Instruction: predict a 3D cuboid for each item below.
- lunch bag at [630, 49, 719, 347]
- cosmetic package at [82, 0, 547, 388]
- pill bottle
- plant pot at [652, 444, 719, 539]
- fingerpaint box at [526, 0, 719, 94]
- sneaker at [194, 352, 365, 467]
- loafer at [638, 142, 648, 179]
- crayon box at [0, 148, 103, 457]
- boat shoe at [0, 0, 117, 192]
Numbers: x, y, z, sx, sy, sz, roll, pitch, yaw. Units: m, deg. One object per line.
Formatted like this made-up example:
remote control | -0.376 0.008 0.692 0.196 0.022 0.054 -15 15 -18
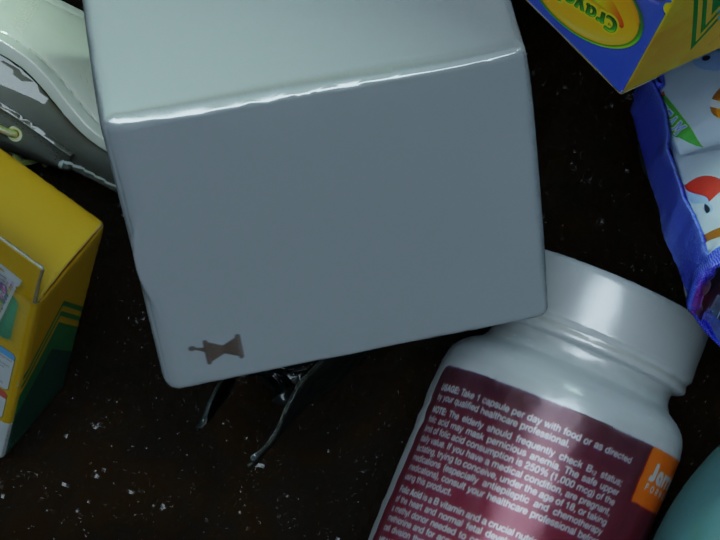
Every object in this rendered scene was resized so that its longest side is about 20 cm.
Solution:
lunch bag | 0.216 -0.019 1.204 0.199 0.170 0.124 9 123 -11
cosmetic package | -0.025 -0.089 1.194 0.166 0.168 0.200 -11 50 -2
pill bottle | 0.072 0.099 1.265 0.114 0.114 0.201 23 85 5
plant pot | 0.202 0.157 1.218 0.200 0.201 0.162 10 77 4
fingerpaint box | 0.082 -0.196 1.067 0.073 0.167 0.200 -26 65 -39
sneaker | -0.002 -0.002 1.285 0.060 0.104 0.200 34 86 6
loafer | 0.226 -0.062 1.302 0.199 0.063 0.072 -6 83 2
crayon box | -0.181 -0.009 1.246 0.126 0.200 0.052 35 63 6
boat shoe | -0.150 -0.086 1.324 0.201 0.072 0.060 35 127 -6
